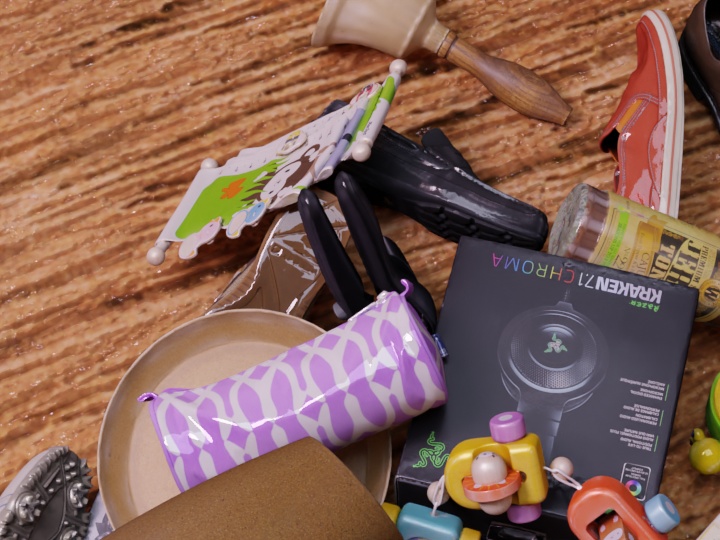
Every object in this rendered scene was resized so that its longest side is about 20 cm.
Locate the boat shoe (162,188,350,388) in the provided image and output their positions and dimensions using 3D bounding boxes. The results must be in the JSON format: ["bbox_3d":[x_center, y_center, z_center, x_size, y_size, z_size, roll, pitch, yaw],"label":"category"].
[{"bbox_3d":[-0.072,0.033,1.426,0.072,0.072,0.201,32,88,2],"label":"boat shoe"}]

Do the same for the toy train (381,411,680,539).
[{"bbox_3d":[0.094,0.180,1.274,0.199,0.056,0.151,-35,98,21],"label":"toy train"}]

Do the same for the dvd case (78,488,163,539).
[{"bbox_3d":[-0.127,0.218,1.351,0.149,0.025,0.201,17,64,10],"label":"dvd case"}]

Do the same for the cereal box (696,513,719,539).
[{"bbox_3d":[0.246,0.180,1.296,0.039,0.144,0.200,40,70,20],"label":"cereal box"}]

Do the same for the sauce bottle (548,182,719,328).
[{"bbox_3d":[0.232,0.001,1.414,0.198,0.065,0.065,20,62,-9],"label":"sauce bottle"}]

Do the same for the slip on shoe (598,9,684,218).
[{"bbox_3d":[0.208,-0.106,1.492,0.060,0.074,0.202,3,67,6],"label":"slip on shoe"}]

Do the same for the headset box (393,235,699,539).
[{"bbox_3d":[0.125,0.100,1.369,0.172,0.093,0.202,13,64,9],"label":"headset box"}]

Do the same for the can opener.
[{"bbox_3d":[0.000,0.000,1.370,0.063,0.200,0.079,-34,56,1],"label":"can opener"}]

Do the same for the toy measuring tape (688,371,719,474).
[{"bbox_3d":[0.303,0.076,1.393,0.199,0.074,0.074,-31,65,-14],"label":"toy measuring tape"}]

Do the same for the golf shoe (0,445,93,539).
[{"bbox_3d":[-0.254,0.199,1.331,0.097,0.078,0.201,8,60,37],"label":"golf shoe"}]

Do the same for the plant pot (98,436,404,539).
[{"bbox_3d":[-0.075,0.200,1.226,0.200,0.187,0.186,-42,68,-11],"label":"plant pot"}]

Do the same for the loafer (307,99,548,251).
[{"bbox_3d":[0.050,-0.071,1.475,0.199,0.068,0.071,23,72,17],"label":"loafer"}]

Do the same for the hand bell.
[{"bbox_3d":[0.073,-0.168,1.529,0.199,0.104,0.105,30,66,4],"label":"hand bell"}]

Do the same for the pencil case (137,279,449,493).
[{"bbox_3d":[-0.038,0.081,1.302,0.198,0.084,0.086,-24,86,-1],"label":"pencil case"}]

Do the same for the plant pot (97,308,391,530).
[{"bbox_3d":[-0.077,0.126,1.353,0.198,0.028,0.202,-1,73,4],"label":"plant pot"}]

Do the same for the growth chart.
[{"bbox_3d":[-0.059,-0.073,1.434,0.199,0.018,0.145,-25,25,24],"label":"growth chart"}]

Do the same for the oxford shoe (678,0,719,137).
[{"bbox_3d":[0.301,-0.124,1.491,0.072,0.085,0.201,-28,67,-15],"label":"oxford shoe"}]
